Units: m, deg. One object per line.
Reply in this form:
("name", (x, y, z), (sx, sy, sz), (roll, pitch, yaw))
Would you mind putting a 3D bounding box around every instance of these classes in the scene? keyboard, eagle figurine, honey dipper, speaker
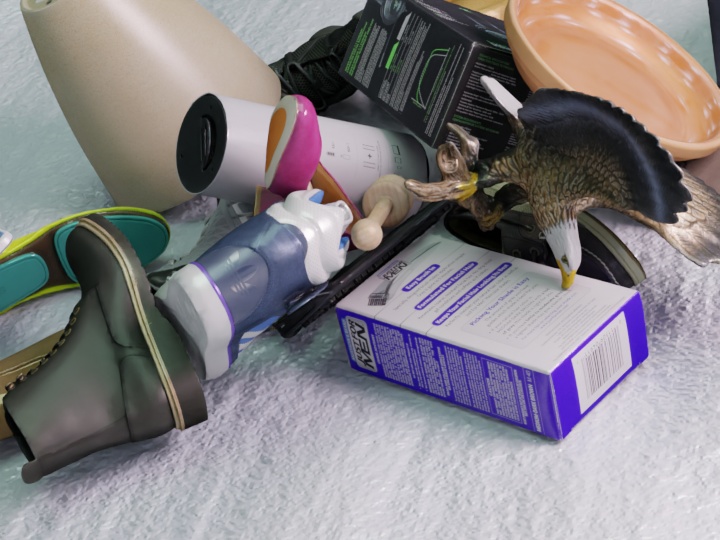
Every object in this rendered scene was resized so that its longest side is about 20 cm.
("keyboard", (0.000, 0.000, 1.436), (0.127, 0.021, 0.200), (-35, 2, 44))
("eagle figurine", (0.157, -0.062, 1.313), (0.199, 0.151, 0.152), (-8, 25, 29))
("honey dipper", (0.014, -0.043, 1.399), (0.038, 0.038, 0.200), (-9, 8, 7))
("speaker", (-0.046, -0.086, 1.503), (0.199, 0.082, 0.081), (8, 16, -35))

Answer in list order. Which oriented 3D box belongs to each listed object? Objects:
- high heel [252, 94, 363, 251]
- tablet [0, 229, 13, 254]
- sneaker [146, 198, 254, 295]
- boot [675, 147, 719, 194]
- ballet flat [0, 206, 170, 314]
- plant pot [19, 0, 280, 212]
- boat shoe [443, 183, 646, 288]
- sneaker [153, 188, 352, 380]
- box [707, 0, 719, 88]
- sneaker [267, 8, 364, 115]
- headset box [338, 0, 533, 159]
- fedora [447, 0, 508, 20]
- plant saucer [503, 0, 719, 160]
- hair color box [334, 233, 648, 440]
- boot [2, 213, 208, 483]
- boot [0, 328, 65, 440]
("high heel", (-0.025, -0.066, 1.385), (0.095, 0.200, 0.068), (7, 60, -6))
("tablet", (-0.360, 0.005, 1.554), (0.130, 0.014, 0.200), (-45, 22, -14))
("sneaker", (-0.129, -0.014, 1.519), (0.115, 0.075, 0.200), (-19, 30, -1))
("boot", (0.287, -0.062, 1.455), (0.146, 0.070, 0.200), (-8, 29, 20))
("ballet flat", (-0.260, -0.015, 1.578), (0.199, 0.067, 0.067), (-21, 29, -10))
("plant pot", (-0.200, -0.185, 1.647), (0.187, 0.200, 0.188), (-25, 35, 19))
("boat shoe", (0.136, -0.018, 1.435), (0.066, 0.072, 0.201), (-44, 38, -10))
("sneaker", (-0.067, 0.005, 1.357), (0.146, 0.081, 0.200), (-31, -5, -14))
("box", (0.437, -0.230, 1.611), (0.198, 0.124, 0.200), (-35, 37, -31))
("sneaker", (-0.026, -0.178, 1.714), (0.114, 0.076, 0.199), (-42, 17, -17))
("headset box", (0.101, -0.156, 1.567), (0.174, 0.093, 0.200), (14, 16, -30))
("fedora", (0.106, -0.219, 1.754), (0.200, 0.082, 0.201), (-10, 31, 6))
("plant saucer", (0.194, -0.149, 1.455), (0.199, 0.038, 0.201), (23, 33, -16))
("hair color box", (0.092, 0.044, 1.347), (0.200, 0.065, 0.109), (18, 43, 39))
("boot", (-0.211, 0.051, 1.355), (0.138, 0.078, 0.200), (-22, 48, -16))
("boot", (-0.268, 0.111, 1.373), (0.199, 0.066, 0.175), (-20, 32, -14))
